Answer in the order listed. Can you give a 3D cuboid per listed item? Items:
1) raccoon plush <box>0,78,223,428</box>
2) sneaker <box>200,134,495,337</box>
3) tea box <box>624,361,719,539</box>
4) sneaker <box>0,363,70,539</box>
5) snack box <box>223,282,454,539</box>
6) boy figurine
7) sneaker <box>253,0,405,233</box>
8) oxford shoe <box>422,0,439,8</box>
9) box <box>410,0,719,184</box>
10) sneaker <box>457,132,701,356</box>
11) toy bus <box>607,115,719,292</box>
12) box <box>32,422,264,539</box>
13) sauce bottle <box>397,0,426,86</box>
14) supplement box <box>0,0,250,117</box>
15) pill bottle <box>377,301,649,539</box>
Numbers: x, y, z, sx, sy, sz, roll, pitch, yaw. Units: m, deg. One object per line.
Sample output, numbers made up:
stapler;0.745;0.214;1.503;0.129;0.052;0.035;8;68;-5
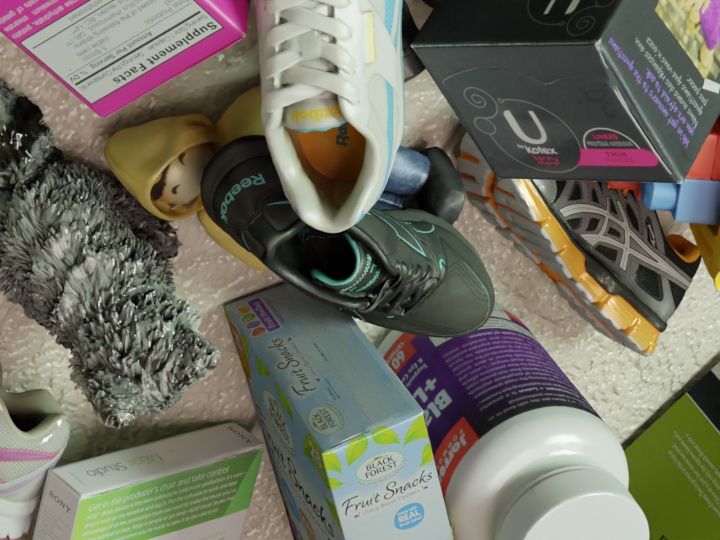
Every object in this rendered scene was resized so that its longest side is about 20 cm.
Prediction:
raccoon plush;-0.159;-0.001;1.237;0.097;0.134;0.200;-44;125;9
sneaker;0.000;0.000;1.264;0.200;0.079;0.075;25;109;-36
tea box;0.270;0.179;1.517;0.197;0.134;0.200;-44;126;8
sneaker;-0.243;0.072;1.288;0.200;0.081;0.088;26;106;-40
snack box;-0.003;0.126;1.356;0.068;0.169;0.200;-21;123;-12
boy figurine;-0.042;-0.054;1.299;0.200;0.064;0.124;12;117;-31
sneaker;-0.016;-0.113;1.147;0.076;0.081;0.200;-3;125;13
oxford shoe;0.025;-0.218;1.221;0.071;0.073;0.200;-33;125;-2
box;0.137;-0.151;1.223;0.106;0.122;0.200;54;55;-35
sneaker;0.129;-0.033;1.380;0.077;0.078;0.200;-49;129;-5
toy bus;0.235;-0.082;1.276;0.192;0.136;0.200;8;115;-5
box;-0.139;0.192;1.391;0.144;0.036;0.200;-11;127;-45
sauce bottle;-0.020;-0.185;1.188;0.065;0.065;0.200;-27;114;-5
supplement box;-0.151;-0.183;1.136;0.103;0.101;0.200;-25;132;28
pill bottle;0.086;0.108;1.360;0.111;0.200;0.112;-10;122;-18
